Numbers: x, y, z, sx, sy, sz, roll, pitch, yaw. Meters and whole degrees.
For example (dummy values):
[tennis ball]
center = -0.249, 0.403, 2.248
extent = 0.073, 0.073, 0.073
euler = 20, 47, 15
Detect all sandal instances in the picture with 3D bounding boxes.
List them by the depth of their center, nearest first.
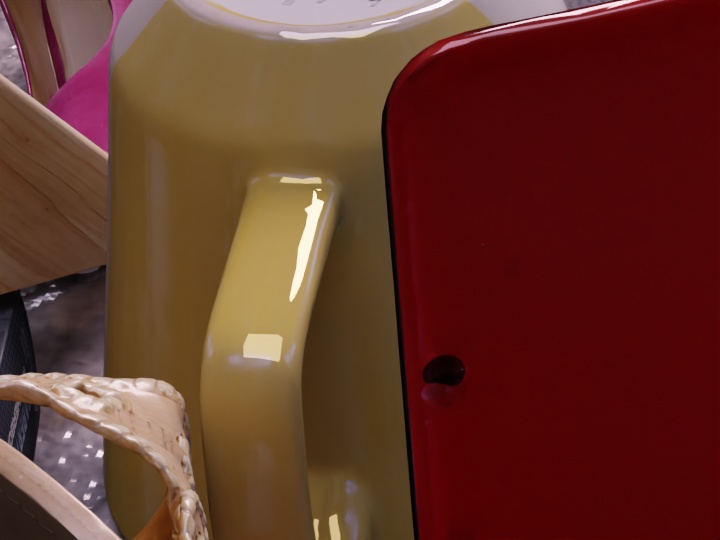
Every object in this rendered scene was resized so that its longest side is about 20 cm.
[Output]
[sandal]
center = -0.071, 0.043, 0.593
extent = 0.070, 0.078, 0.212
euler = -34, 30, -31

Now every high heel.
[high heel]
center = -0.101, -0.081, 0.864
extent = 0.096, 0.067, 0.200
euler = 33, 34, -17

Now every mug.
[mug]
center = 0.006, -0.005, 0.690
extent = 0.149, 0.153, 0.187
euler = -15, 34, -16

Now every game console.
[game console]
center = 0.087, 0.001, 0.622
extent = 0.119, 0.200, 0.172
euler = 5, 34, 14

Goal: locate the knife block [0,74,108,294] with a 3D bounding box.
[knife block]
center = -0.154, -0.068, 0.696
extent = 0.200, 0.176, 0.064
euler = -17, 31, -29

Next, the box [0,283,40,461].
[box]
center = -0.190, 0.068, 0.701
extent = 0.200, 0.051, 0.158
euler = -3, 32, 3

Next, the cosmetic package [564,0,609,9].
[cosmetic package]
center = 0.081, -0.089, 0.772
extent = 0.071, 0.101, 0.200
euler = -24, 40, -20
